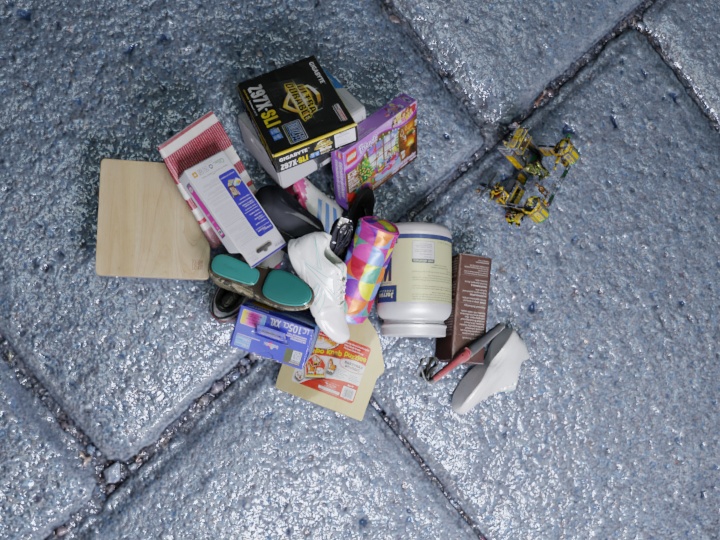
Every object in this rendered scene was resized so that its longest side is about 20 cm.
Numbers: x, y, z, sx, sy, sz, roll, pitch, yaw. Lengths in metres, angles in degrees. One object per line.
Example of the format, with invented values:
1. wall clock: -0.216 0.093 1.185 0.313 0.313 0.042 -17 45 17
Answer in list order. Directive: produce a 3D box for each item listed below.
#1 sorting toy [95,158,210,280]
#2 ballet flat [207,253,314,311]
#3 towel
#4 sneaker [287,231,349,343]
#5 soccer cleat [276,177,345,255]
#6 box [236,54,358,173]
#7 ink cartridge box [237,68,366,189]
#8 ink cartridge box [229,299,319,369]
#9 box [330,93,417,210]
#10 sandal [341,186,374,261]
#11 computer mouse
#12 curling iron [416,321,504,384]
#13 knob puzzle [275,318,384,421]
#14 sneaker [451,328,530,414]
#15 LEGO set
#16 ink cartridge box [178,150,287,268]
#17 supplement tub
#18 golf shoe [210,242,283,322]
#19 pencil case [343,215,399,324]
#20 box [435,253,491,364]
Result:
1. sorting toy: -0.368 -0.086 1.488 0.194 0.070 0.205 3 83 -13
2. ballet flat: -0.168 0.028 1.421 0.196 0.076 0.069 19 63 8
3. towel: -0.264 -0.162 1.472 0.144 0.022 0.203 -45 117 -39
4. sneaker: -0.056 0.029 1.436 0.079 0.070 0.204 -21 96 14
5. soccer cleat: -0.084 -0.121 1.570 0.086 0.070 0.202 -33 92 -34
6. box: -0.113 -0.279 1.459 0.157 0.050 0.202 -23 56 -8
7. ink cartridge box: -0.106 -0.263 1.528 0.198 0.084 0.145 -32 58 -17
8. ink cartridge box: -0.144 0.107 1.437 0.134 0.200 0.078 18 97 2
9. box: 0.029 -0.222 1.548 0.039 0.138 0.199 33 59 30
10. sandal: 0.004 -0.054 1.553 0.044 0.075 0.205 17 101 30
11. computer mouse: -0.118 -0.077 1.477 0.198 0.053 0.140 34 119 10
12. curling iron: 0.186 0.146 1.514 0.197 0.026 0.050 -27 94 -17
13. knob puzzle: -0.047 0.156 1.553 0.214 0.031 0.225 1 75 -3
14. sneaker: 0.262 0.214 1.610 0.089 0.075 0.200 47 74 -17
15. LEGO set: 0.323 -0.200 1.623 0.115 0.153 0.202 35 88 -35
16. ink cartridge box: -0.219 -0.102 1.429 0.094 0.037 0.202 -36 90 -41
17. supplement tub: 0.100 0.021 1.550 0.141 0.145 0.205 2 83 -13
18. golf shoe: -0.198 0.008 1.507 0.072 0.092 0.202 35 75 -4
19. pencil case: 0.000 0.000 1.497 0.087 0.089 0.203 20 108 -10
20. box: 0.197 0.077 1.590 0.073 0.100 0.205 9 82 -12
